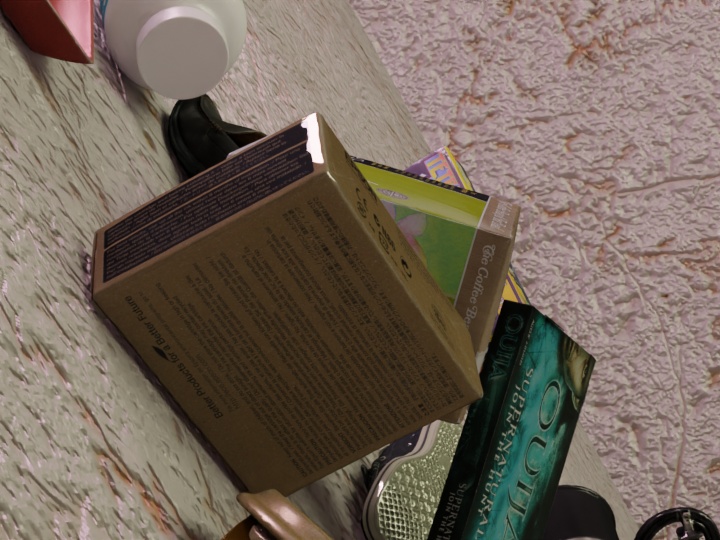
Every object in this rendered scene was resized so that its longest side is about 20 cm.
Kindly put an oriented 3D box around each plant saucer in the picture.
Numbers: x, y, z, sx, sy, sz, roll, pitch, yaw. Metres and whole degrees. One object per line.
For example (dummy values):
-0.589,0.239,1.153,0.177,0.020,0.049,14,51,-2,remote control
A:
-0.249,-0.244,1.515,0.200,0.037,0.200,55,10,-26,plant saucer

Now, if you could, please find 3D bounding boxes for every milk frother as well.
0.255,0.306,2.117,0.181,0.199,0.188,59,8,-32,milk frother

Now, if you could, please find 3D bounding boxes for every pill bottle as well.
-0.148,-0.210,1.747,0.111,0.110,0.200,55,9,-33,pill bottle

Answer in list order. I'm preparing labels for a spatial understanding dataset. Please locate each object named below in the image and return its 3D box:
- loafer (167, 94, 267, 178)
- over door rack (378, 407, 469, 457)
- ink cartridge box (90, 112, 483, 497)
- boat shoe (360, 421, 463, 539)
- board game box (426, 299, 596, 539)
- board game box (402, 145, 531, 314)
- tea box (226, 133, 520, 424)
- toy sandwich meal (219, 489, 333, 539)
-0.099,-0.081,1.734,0.073,0.072,0.200,52,11,-38,loafer
0.100,0.137,1.935,0.067,0.147,0.200,55,7,4,over door rack
-0.043,0.027,1.355,0.200,0.164,0.075,55,15,-34,ink cartridge box
0.036,0.172,1.729,0.075,0.062,0.200,57,24,-8,boat shoe
0.105,0.135,1.568,0.135,0.028,0.201,35,70,-59,board game box
0.051,0.013,1.998,0.057,0.165,0.201,47,16,-56,board game box
0.000,0.000,1.527,0.196,0.134,0.200,16,9,4,tea box
-0.008,0.201,1.237,0.205,0.070,0.205,41,-6,5,toy sandwich meal
